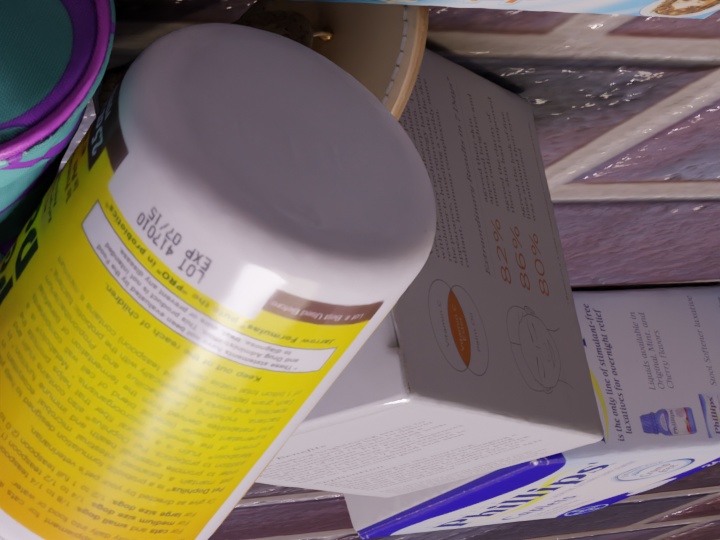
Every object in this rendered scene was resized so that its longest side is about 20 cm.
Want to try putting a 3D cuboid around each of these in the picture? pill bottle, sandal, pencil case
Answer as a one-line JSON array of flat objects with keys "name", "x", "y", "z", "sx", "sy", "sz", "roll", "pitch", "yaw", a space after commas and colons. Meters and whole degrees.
[{"name": "pill bottle", "x": -0.068, "y": 0.024, "z": 0.818, "sx": 0.109, "sy": 0.110, "sz": 0.200, "roll": 0, "pitch": 139, "yaw": -42}, {"name": "sandal", "x": -0.068, "y": -0.037, "z": 0.868, "sx": 0.212, "sy": 0.078, "sz": 0.069, "roll": -40, "pitch": 154, "yaw": 29}, {"name": "pencil case", "x": -0.137, "y": -0.046, "z": 0.815, "sx": 0.092, "sy": 0.085, "sz": 0.200, "roll": -43, "pitch": 178, "yaw": -21}]

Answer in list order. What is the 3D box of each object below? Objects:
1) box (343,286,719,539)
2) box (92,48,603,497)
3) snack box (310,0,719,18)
[{"name": "box", "x": 0.111, "y": 0.087, "z": 1.548, "sx": 0.199, "sy": 0.105, "sz": 0.184, "roll": -1, "pitch": 162, "yaw": -37}, {"name": "box", "x": 0.000, "y": 0.000, "z": 0.994, "sx": 0.106, "sy": 0.153, "sz": 0.200, "roll": -17, "pitch": 165, "yaw": 23}, {"name": "snack box", "x": 0.074, "y": -0.121, "z": 0.816, "sx": 0.199, "sy": 0.037, "sz": 0.116, "roll": -2, "pitch": 163, "yaw": -37}]
